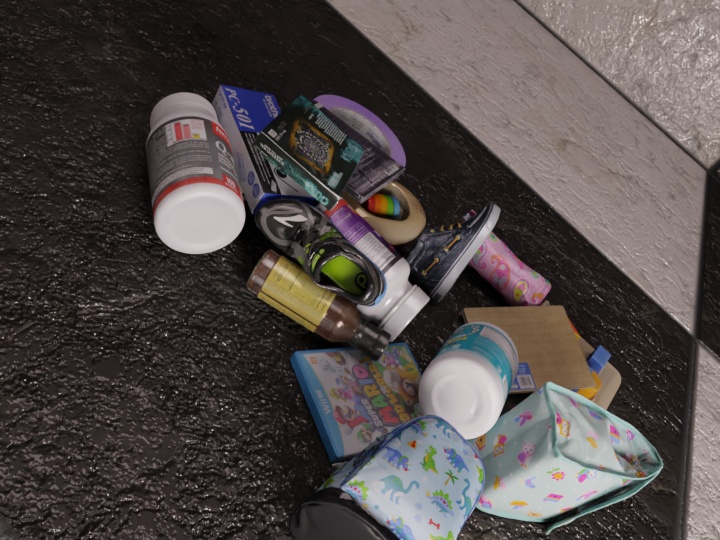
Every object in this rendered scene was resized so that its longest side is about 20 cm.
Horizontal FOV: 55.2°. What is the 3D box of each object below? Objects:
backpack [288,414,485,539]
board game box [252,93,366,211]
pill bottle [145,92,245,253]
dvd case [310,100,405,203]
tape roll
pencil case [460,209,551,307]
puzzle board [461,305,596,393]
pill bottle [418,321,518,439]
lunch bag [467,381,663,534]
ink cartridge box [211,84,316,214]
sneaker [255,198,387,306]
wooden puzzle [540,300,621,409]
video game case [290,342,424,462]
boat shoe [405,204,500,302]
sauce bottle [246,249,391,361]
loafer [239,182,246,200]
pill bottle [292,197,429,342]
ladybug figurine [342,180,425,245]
[{"bbox_3d":[0.047,0.249,0.740,0.163,0.155,0.199,42,22,16],"label":"backpack"},{"bbox_3d":[-0.065,-0.173,0.975,0.135,0.028,0.201,40,28,-10],"label":"board game box"},{"bbox_3d":[-0.221,-0.133,0.905,0.114,0.116,0.203,10,46,-34],"label":"pill bottle"},{"bbox_3d":[-0.039,-0.194,1.096,0.199,0.016,0.148,38,38,9],"label":"dvd case"},{"bbox_3d":[-0.017,-0.219,1.222,0.197,0.066,0.203,24,39,-21],"label":"tape roll"},{"bbox_3d":[0.243,-0.013,1.219,0.200,0.088,0.087,44,36,6],"label":"pencil case"},{"bbox_3d":[0.269,0.127,1.113,0.195,0.018,0.153,0,55,-20],"label":"puzzle board"},{"bbox_3d":[0.155,0.139,0.946,0.111,0.111,0.200,44,24,7],"label":"pill bottle"},{"bbox_3d":[0.264,0.252,0.886,0.197,0.171,0.124,24,44,-23],"label":"lunch bag"},{"bbox_3d":[-0.138,-0.170,0.973,0.092,0.044,0.203,0,55,-41],"label":"ink cartridge box"},{"bbox_3d":[-0.050,-0.027,0.875,0.198,0.071,0.083,38,6,8],"label":"sneaker"},{"bbox_3d":[0.368,0.150,1.192,0.201,0.046,0.184,48,36,11],"label":"wooden puzzle"},{"bbox_3d":[0.016,0.162,0.888,0.197,0.018,0.145,1,52,-41],"label":"video game case"},{"bbox_3d":[0.149,-0.052,1.131,0.090,0.071,0.201,37,69,2],"label":"boat shoe"},{"bbox_3d":[-0.052,0.050,0.899,0.198,0.065,0.065,34,36,-3],"label":"sauce bottle"},{"bbox_3d":[-0.124,-0.130,1.038,0.197,0.070,0.071,-5,67,-42],"label":"loafer"},{"bbox_3d":[0.000,0.000,0.966,0.200,0.112,0.111,44,36,6],"label":"pill bottle"},{"bbox_3d":[0.020,-0.094,1.114,0.196,0.072,0.138,12,50,-33],"label":"ladybug figurine"}]
